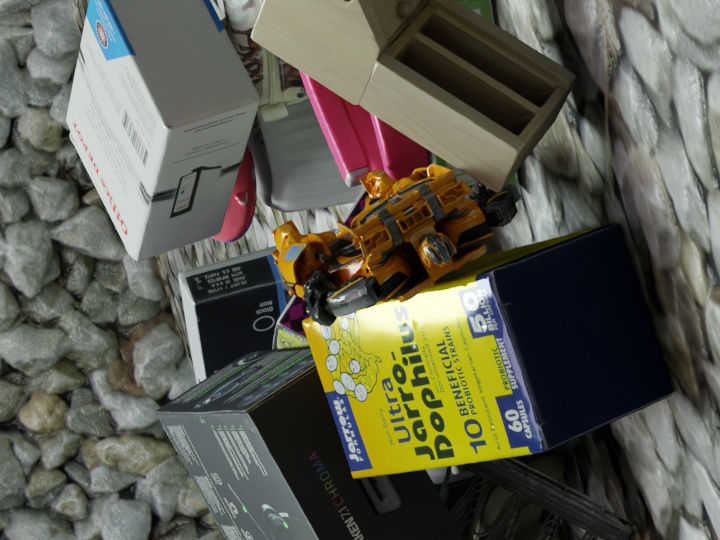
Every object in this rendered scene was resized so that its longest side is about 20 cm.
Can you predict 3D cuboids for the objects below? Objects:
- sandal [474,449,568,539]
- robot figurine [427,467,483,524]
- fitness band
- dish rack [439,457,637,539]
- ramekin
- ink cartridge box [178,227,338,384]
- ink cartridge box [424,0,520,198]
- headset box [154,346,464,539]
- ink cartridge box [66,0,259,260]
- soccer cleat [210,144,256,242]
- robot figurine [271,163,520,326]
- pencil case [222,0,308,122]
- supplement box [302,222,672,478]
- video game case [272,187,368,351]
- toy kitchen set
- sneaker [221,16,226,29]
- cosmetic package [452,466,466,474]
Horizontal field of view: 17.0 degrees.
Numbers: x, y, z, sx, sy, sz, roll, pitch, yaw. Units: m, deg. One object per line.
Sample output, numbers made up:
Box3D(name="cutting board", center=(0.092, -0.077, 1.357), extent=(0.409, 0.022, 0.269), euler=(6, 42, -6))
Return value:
Box3D(name="sandal", center=(0.118, 0.199, 1.758), extent=(0.057, 0.080, 0.201), euler=(51, 160, 24))
Box3D(name="robot figurine", center=(0.055, 0.169, 1.850), extent=(0.150, 0.124, 0.201), euler=(-122, 24, -58))
Box3D(name="fitness band", center=(-0.007, -0.134, 1.616), extent=(0.144, 0.037, 0.201), euler=(102, 147, -68))
Box3D(name="dish rack", center=(0.109, 0.185, 1.630), extent=(0.153, 0.055, 0.200), euler=(25, 157, 9))
Box3D(name="ramekin", center=(-0.056, -0.142, 2.009), extent=(0.202, 0.094, 0.203), euler=(162, 90, -79))
Box3D(name="ink cartridge box", center=(-0.040, 0.048, 1.968), extent=(0.200, 0.197, 0.044), euler=(86, 165, -54))
Box3D(name="ink cartridge box", center=(0.048, -0.147, 1.581), extent=(0.104, 0.059, 0.201), euler=(-128, 23, -59))
Box3D(name="headset box", center=(-0.031, 0.145, 1.620), extent=(0.175, 0.093, 0.200), euler=(61, 158, -7))
Box3D(name="ink cartridge box", center=(-0.158, -0.124, 1.891), extent=(0.146, 0.084, 0.200), euler=(62, 156, 21))
Box3D(name="soccer cleat", center=(-0.129, -0.112, 2.032), extent=(0.076, 0.066, 0.201), euler=(48, -162, -70))
Box3D(name="robot figurine", center=(0.014, -0.020, 1.454), extent=(0.058, 0.145, 0.200), euler=(60, 166, -9))
Box3D(name="pencil case", center=(-0.073, -0.219, 1.831), extent=(0.090, 0.077, 0.201), euler=(-67, -27, -61))
Box3D(name="supplement box", center=(0.073, 0.052, 1.464), extent=(0.200, 0.109, 0.109), euler=(-16, 93, 55))
Box3D(name="video game case", center=(0.000, 0.000, 1.753), extent=(0.036, 0.200, 0.181), euler=(30, 158, 8))
Box3D(name="toy kitchen set", center=(0.070, -0.199, 1.379), extent=(0.180, 0.163, 0.200), euler=(33, 137, 8))
Box3D(name="sneaker", center=(-0.090, -0.283, 1.892), extent=(0.075, 0.090, 0.201), euler=(-60, -37, -74))
Box3D(name="cosmetic package", center=(0.097, 0.075, 1.663), extent=(0.200, 0.071, 0.106), euler=(126, 125, -76))
